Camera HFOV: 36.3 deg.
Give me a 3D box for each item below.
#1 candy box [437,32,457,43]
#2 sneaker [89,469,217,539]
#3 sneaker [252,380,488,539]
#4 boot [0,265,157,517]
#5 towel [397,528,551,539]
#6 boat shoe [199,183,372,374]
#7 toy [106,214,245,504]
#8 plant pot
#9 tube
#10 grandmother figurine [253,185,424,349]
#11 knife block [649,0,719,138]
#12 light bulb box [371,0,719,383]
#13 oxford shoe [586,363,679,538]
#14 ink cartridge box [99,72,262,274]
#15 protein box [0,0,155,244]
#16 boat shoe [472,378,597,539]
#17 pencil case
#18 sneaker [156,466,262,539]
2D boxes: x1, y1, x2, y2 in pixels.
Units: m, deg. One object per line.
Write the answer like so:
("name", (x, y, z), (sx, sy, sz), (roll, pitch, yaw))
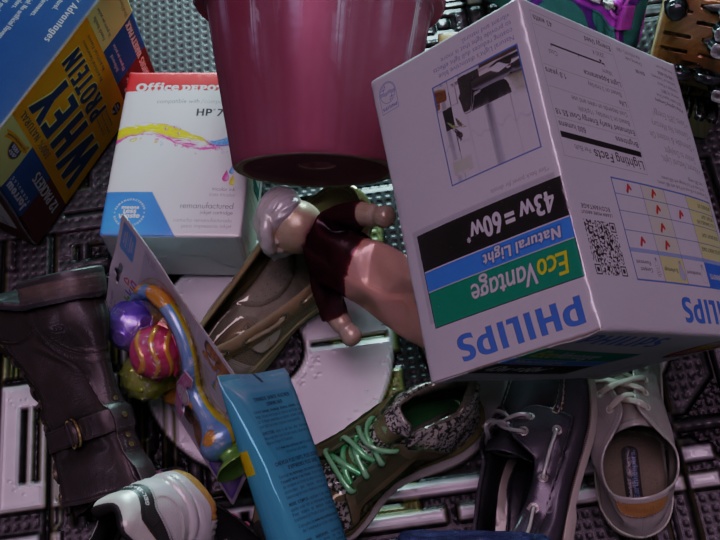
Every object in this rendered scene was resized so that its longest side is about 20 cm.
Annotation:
("candy box", (0.087, -0.072, 0.860), (0.056, 0.117, 0.202), (-2, 63, 3))
("sneaker", (-0.164, 0.223, 0.706), (0.075, 0.087, 0.202), (22, 101, 31))
("sneaker", (0.009, 0.122, 0.771), (0.199, 0.089, 0.077), (-31, 61, -21))
("boot", (-0.229, 0.097, 0.812), (0.069, 0.199, 0.176), (-12, 88, -43))
("towel", (0.073, 0.267, 0.688), (0.111, 0.049, 0.202), (-2, 85, 2))
("boat shoe", (-0.060, 0.003, 0.863), (0.073, 0.063, 0.201), (35, 71, 20))
("toy", (-0.146, 0.071, 0.803), (0.047, 0.116, 0.200), (-24, 62, -37))
("plant pot", (-0.032, -0.163, 0.839), (0.198, 0.200, 0.181), (0, 83, 5))
("tube", (-0.038, 0.159, 0.703), (0.050, 0.077, 0.201), (-23, 79, 22))
("grandmother figurine", (0.000, 0.000, 0.797), (0.199, 0.122, 0.060), (32, 26, 26))
("knife block", (0.271, -0.198, 0.876), (0.063, 0.176, 0.201), (14, 64, 11))
("light bulb box", (0.130, -0.038, 0.705), (0.124, 0.197, 0.202), (-23, 71, 40))
("oxford shoe", (0.190, 0.092, 0.802), (0.075, 0.058, 0.201), (-7, 61, 4))
("ink cartridge box", (-0.141, -0.099, 0.920), (0.115, 0.067, 0.201), (0, 62, 4))
("protein box", (-0.321, -0.167, 0.931), (0.199, 0.135, 0.199), (23, 67, 16))
("boat shoe", (0.118, 0.124, 0.773), (0.072, 0.062, 0.201), (-17, 54, 48))
("pencil case", (0.160, -0.260, 0.966), (0.199, 0.092, 0.086), (28, 105, 19))
("sneaker", (-0.074, 0.212, 0.764), (0.095, 0.079, 0.200), (-25, 62, -33))
